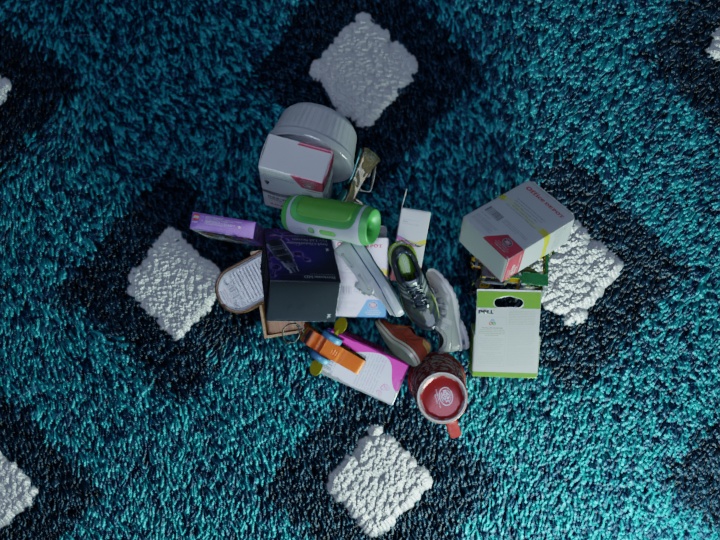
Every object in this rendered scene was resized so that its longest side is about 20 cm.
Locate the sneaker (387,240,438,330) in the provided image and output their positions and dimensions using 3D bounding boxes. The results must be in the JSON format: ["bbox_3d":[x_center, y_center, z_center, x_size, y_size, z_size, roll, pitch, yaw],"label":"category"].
[{"bbox_3d":[0.109,0.037,1.602,0.074,0.081,0.201,-25,95,5],"label":"sneaker"}]

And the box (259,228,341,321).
[{"bbox_3d":[-0.128,0.008,1.594,0.147,0.200,0.105,1,124,-14],"label":"box"}]

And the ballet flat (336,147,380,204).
[{"bbox_3d":[-0.013,-0.178,1.726,0.070,0.071,0.201,25,93,1],"label":"ballet flat"}]

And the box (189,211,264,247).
[{"bbox_3d":[-0.281,-0.087,1.671,0.136,0.200,0.039,10,86,2],"label":"box"}]

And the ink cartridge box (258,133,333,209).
[{"bbox_3d":[-0.137,-0.198,1.654,0.145,0.200,0.085,15,73,3],"label":"ink cartridge box"}]

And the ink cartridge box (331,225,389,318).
[{"bbox_3d":[0.000,0.000,1.698,0.128,0.125,0.202,2,91,2],"label":"ink cartridge box"}]

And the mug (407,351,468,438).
[{"bbox_3d":[0.188,0.271,1.663,0.177,0.200,0.134,43,93,1],"label":"mug"}]

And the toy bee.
[{"bbox_3d":[-0.082,0.146,1.632,0.131,0.109,0.200,-39,114,-6],"label":"toy bee"}]

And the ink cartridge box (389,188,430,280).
[{"bbox_3d":[0.113,-0.075,1.695,0.067,0.116,0.202,9,93,2],"label":"ink cartridge box"}]

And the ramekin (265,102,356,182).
[{"bbox_3d":[-0.099,-0.282,1.662,0.201,0.203,0.095,16,72,2],"label":"ramekin"}]

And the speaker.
[{"bbox_3d":[-0.062,-0.105,1.579,0.199,0.088,0.089,11,93,25],"label":"speaker"}]

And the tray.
[{"bbox_3d":[-0.187,0.048,1.755,0.098,0.037,0.202,-9,91,3],"label":"tray"}]

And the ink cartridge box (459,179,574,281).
[{"bbox_3d":[0.335,-0.088,1.637,0.199,0.084,0.145,-29,57,-22],"label":"ink cartridge box"}]

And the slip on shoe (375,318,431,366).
[{"bbox_3d":[0.092,0.150,1.676,0.061,0.200,0.074,-35,115,-13],"label":"slip on shoe"}]

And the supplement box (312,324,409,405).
[{"bbox_3d":[0.002,0.210,1.719,0.199,0.103,0.102,24,92,3],"label":"supplement box"}]

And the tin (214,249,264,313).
[{"bbox_3d":[-0.234,0.022,1.721,0.199,0.042,0.112,-28,95,3],"label":"tin"}]

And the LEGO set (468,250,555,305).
[{"bbox_3d":[0.337,0.000,1.710,0.198,0.116,0.155,-1,63,-1],"label":"LEGO set"}]

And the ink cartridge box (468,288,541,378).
[{"bbox_3d":[0.321,0.131,1.694,0.147,0.076,0.202,2,104,2],"label":"ink cartridge box"}]

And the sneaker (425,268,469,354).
[{"bbox_3d":[0.180,0.094,1.714,0.081,0.075,0.201,-20,92,-6],"label":"sneaker"}]

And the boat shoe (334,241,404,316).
[{"bbox_3d":[0.018,0.021,1.606,0.067,0.074,0.201,-32,78,5],"label":"boat shoe"}]
